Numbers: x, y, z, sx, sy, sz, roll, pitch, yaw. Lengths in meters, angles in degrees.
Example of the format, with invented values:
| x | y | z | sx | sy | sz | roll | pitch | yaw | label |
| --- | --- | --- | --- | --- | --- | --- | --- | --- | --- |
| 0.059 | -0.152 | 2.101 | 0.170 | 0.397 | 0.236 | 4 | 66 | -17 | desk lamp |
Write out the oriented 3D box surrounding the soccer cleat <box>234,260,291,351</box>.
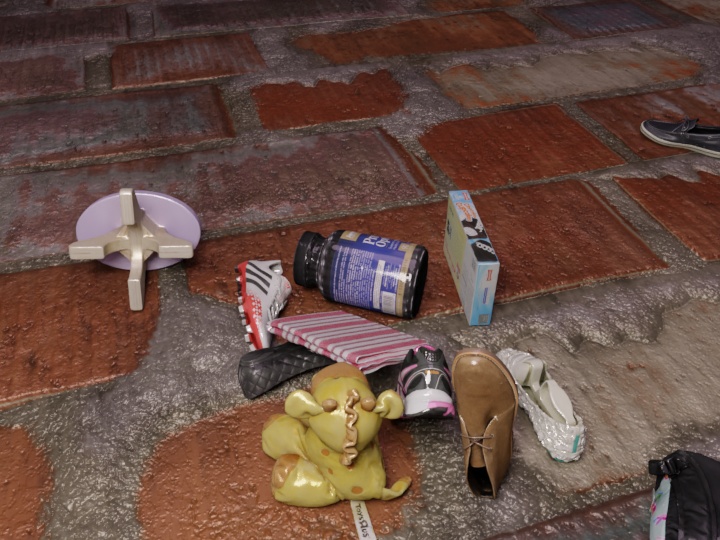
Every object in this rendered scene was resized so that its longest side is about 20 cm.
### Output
| x | y | z | sx | sy | sz | roll | pitch | yaw | label |
| --- | --- | --- | --- | --- | --- | --- | --- | --- | --- |
| -0.142 | 0.047 | 1.070 | 0.083 | 0.070 | 0.201 | -11 | 35 | -8 | soccer cleat |

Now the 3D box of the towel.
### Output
| x | y | z | sx | sy | sz | roll | pitch | yaw | label |
| --- | --- | --- | --- | --- | --- | --- | --- | --- | --- |
| -0.018 | 0.095 | 0.957 | 0.144 | 0.031 | 0.197 | -2 | 13 | -44 | towel |

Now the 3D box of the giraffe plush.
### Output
| x | y | z | sx | sy | sz | roll | pitch | yaw | label |
| --- | --- | --- | --- | --- | --- | --- | --- | --- | --- |
| -0.027 | 0.182 | 0.817 | 0.169 | 0.165 | 0.200 | -20 | 42 | -26 | giraffe plush |

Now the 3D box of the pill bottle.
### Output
| x | y | z | sx | sy | sz | roll | pitch | yaw | label |
| --- | --- | --- | --- | --- | --- | --- | --- | --- | --- |
| 0.000 | 0.000 | 1.095 | 0.195 | 0.114 | 0.113 | 12 | 38 | 13 | pill bottle |

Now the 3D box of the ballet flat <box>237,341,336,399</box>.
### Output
| x | y | z | sx | sy | sz | roll | pitch | yaw | label |
| --- | --- | --- | --- | --- | --- | --- | --- | --- | --- |
| -0.079 | 0.127 | 0.995 | 0.195 | 0.058 | 0.066 | -11 | 16 | -25 | ballet flat |

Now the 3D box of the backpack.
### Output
| x | y | z | sx | sy | sz | roll | pitch | yaw | label |
| --- | --- | --- | --- | --- | --- | --- | --- | --- | --- |
| 0.367 | 0.298 | 0.712 | 0.163 | 0.129 | 0.201 | 6 | 37 | 26 | backpack |

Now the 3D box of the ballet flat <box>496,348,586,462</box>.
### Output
| x | y | z | sx | sy | sz | roll | pitch | yaw | label |
| --- | --- | --- | --- | --- | --- | --- | --- | --- | --- |
| 0.241 | 0.159 | 0.937 | 0.070 | 0.073 | 0.201 | -11 | 39 | -15 | ballet flat |

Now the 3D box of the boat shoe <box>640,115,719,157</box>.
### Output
| x | y | z | sx | sy | sz | roll | pitch | yaw | label |
| --- | --- | --- | --- | --- | --- | --- | --- | --- | --- |
| 0.712 | -0.302 | 1.542 | 0.197 | 0.063 | 0.075 | 23 | 44 | 27 | boat shoe |

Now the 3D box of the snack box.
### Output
| x | y | z | sx | sy | sz | roll | pitch | yaw | label |
| --- | --- | --- | --- | --- | --- | --- | --- | --- | --- |
| 0.172 | -0.024 | 1.126 | 0.036 | 0.118 | 0.202 | -3 | 38 | -6 | snack box |

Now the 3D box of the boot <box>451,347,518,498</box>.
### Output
| x | y | z | sx | sy | sz | roll | pitch | yaw | label |
| --- | --- | --- | --- | --- | --- | --- | --- | --- | --- |
| 0.140 | 0.177 | 0.801 | 0.072 | 0.204 | 0.076 | 1 | 36 | 22 | boot |

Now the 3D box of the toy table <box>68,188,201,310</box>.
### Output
| x | y | z | sx | sy | sz | roll | pitch | yaw | label |
| --- | --- | --- | --- | --- | --- | --- | --- | --- | --- |
| -0.353 | -0.046 | 1.111 | 0.194 | 0.189 | 0.117 | -12 | 21 | -4 | toy table |

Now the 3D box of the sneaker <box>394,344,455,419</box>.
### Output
| x | y | z | sx | sy | sz | roll | pitch | yaw | label |
| --- | --- | --- | --- | --- | --- | --- | --- | --- | --- |
| 0.080 | 0.137 | 0.866 | 0.078 | 0.200 | 0.089 | 5 | 77 | -7 | sneaker |
